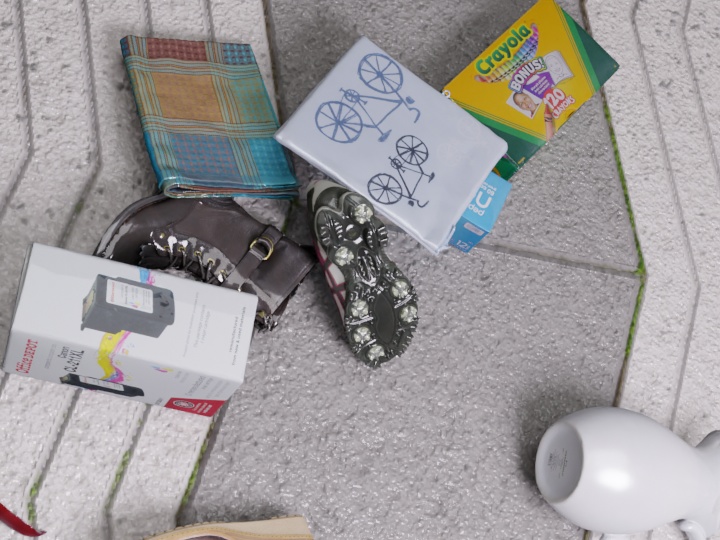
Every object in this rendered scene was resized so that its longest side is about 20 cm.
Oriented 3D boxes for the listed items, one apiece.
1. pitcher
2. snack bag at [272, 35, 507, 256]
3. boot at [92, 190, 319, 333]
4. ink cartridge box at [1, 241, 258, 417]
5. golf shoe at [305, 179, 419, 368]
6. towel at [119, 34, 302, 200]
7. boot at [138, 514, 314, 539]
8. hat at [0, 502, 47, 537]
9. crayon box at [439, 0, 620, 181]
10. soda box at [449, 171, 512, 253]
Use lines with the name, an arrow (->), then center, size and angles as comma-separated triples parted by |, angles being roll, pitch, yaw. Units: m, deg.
pitcher -> 0.272, 0.226, 1.283 | 0.200, 0.121, 0.172 | 13, 81, -26
snack bag -> 0.037, -0.128, 1.301 | 0.200, 0.021, 0.189 | 35, 51, -1
boot -> -0.146, -0.003, 1.244 | 0.174, 0.069, 0.200 | 43, 60, 1
ink cartridge box -> -0.207, 0.057, 1.156 | 0.200, 0.146, 0.083 | 14, 68, -13
golf shoe -> 0.000, 0.000, 1.263 | 0.077, 0.088, 0.200 | -23, 122, -12
towel -> -0.149, -0.154, 1.292 | 0.147, 0.022, 0.200 | -1, 55, -28
boot -> -0.114, 0.304, 1.133 | 0.200, 0.072, 0.166 | -3, 69, -24
hat -> -0.409, 0.157, 1.120 | 0.166, 0.176, 0.200 | -31, 44, -24
crayon box -> 0.178, -0.199, 1.438 | 0.119, 0.058, 0.200 | 45, 63, 1
soda box -> 0.051, -0.104, 1.354 | 0.200, 0.064, 0.068 | 31, 63, -6
